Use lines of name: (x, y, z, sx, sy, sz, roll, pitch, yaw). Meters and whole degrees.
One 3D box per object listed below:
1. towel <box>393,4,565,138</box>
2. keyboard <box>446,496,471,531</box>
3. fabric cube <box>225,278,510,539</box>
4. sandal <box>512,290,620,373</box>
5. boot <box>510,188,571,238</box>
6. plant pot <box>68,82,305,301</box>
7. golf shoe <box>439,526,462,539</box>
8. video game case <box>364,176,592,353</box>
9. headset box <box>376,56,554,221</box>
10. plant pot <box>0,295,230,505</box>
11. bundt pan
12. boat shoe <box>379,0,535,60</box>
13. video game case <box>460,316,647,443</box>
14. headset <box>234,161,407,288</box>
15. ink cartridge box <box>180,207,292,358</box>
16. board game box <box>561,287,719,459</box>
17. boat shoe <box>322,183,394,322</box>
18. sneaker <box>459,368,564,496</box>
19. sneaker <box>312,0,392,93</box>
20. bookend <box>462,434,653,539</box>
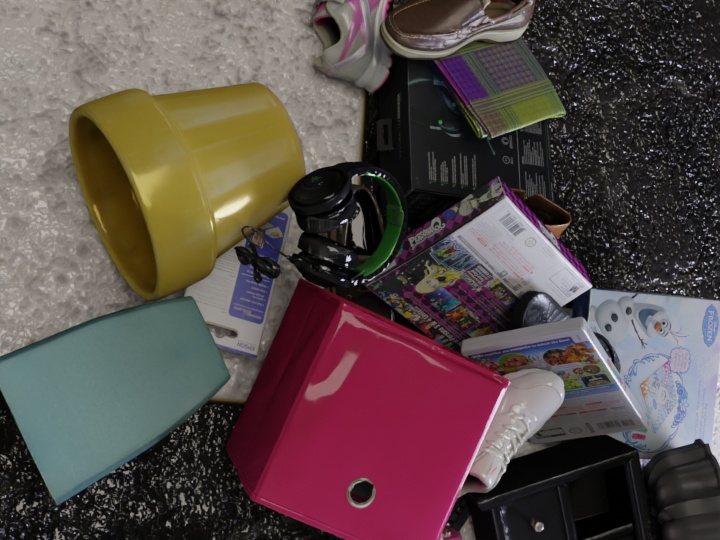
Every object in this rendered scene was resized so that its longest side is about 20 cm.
towel: (0.138, -0.241, 1.233, 0.143, 0.023, 0.201, -21, 71, -34)
keyboard: (0.120, 0.192, 1.252, 0.127, 0.021, 0.201, 42, 68, -10)
fabric cube: (0.000, 0.147, 1.091, 0.195, 0.200, 0.201, 26, 89, -16)
sandal: (0.241, 0.091, 1.204, 0.200, 0.048, 0.076, 33, 75, -39)
boot: (0.196, -0.025, 1.237, 0.198, 0.155, 0.077, 17, 50, -21)
plant pot: (-0.164, -0.096, 1.078, 0.187, 0.200, 0.203, -24, 90, -25)
golf shoe: (0.021, 0.331, 1.170, 0.198, 0.075, 0.093, -10, 100, -21)
video game case: (0.129, 0.007, 1.172, 0.200, 0.180, 0.036, 37, 28, -41)
headset box: (0.115, -0.147, 1.257, 0.198, 0.093, 0.176, 5, 72, -21)
plant pot: (-0.237, 0.113, 1.050, 0.198, 0.141, 0.143, -26, 91, -19)
bundt pan: (0.373, 0.300, 1.250, 0.075, 0.202, 0.205, -6, 83, 4)
boat shoe: (0.112, -0.290, 1.190, 0.201, 0.075, 0.075, -20, 69, -32)
video game case: (0.217, 0.127, 1.194, 0.200, 0.142, 0.018, 50, 39, -39)
headset: (-0.030, -0.034, 1.056, 0.198, 0.094, 0.125, -14, 115, -32)
ink cartridge box: (-0.136, -0.012, 1.176, 0.094, 0.037, 0.202, 17, 73, -17)
board game box: (0.346, 0.128, 1.321, 0.196, 0.043, 0.203, 5, 90, -20)
boat shoe: (0.000, 0.000, 1.207, 0.074, 0.073, 0.203, -12, 86, -23)
sneaker: (0.143, 0.189, 1.156, 0.200, 0.100, 0.078, -41, 112, 12)
sneaker: (-0.011, -0.312, 1.252, 0.087, 0.081, 0.203, 5, 78, -22)
bookend: (0.223, 0.312, 1.218, 0.198, 0.092, 0.201, -13, 98, -14)
